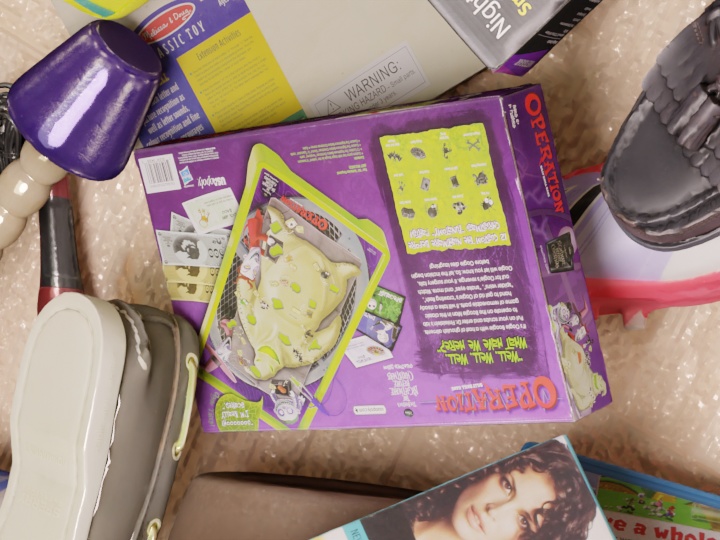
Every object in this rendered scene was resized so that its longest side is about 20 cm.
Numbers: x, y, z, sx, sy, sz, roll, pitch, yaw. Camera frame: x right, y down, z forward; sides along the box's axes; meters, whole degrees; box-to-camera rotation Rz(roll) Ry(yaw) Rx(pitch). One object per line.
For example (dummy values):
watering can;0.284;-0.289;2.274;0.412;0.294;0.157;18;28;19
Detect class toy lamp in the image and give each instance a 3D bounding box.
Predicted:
toy lamp;-0.150;-0.018;1.066;0.058;0.058;0.200;45;112;8

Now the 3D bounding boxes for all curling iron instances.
curling iron;-0.132;0.016;1.121;0.049;0.025;0.202;7;113;46

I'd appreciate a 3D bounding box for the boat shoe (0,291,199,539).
boat shoe;-0.112;0.110;1.036;0.072;0.060;0.203;22;101;47

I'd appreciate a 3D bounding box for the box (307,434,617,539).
box;-0.001;0.137;0.932;0.199;0.049;0.083;-22;71;-12

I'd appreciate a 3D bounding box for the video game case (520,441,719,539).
video game case;0.101;0.173;0.958;0.142;0.201;0.018;16;155;7

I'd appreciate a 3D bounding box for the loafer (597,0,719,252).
loafer;0.155;-0.088;0.904;0.200;0.063;0.072;-42;65;12

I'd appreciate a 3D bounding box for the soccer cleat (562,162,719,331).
soccer cleat;0.103;-0.018;0.983;0.199;0.067;0.077;-3;78;29

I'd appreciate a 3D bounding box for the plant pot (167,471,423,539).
plant pot;-0.023;0.171;1.031;0.199;0.200;0.176;5;88;24

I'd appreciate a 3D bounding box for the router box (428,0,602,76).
router box;0.042;-0.192;0.939;0.149;0.051;0.200;-44;78;14

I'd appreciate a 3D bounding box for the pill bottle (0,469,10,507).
pill bottle;-0.228;0.119;1.140;0.199;0.114;0.115;18;111;25

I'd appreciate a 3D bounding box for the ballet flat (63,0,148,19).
ballet flat;-0.120;-0.196;1.016;0.066;0.067;0.202;-13;87;29

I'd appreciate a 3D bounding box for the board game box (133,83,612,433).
board game box;0.000;0.000;0.990;0.199;0.032;0.121;-4;98;45

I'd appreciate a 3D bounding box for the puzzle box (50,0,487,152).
puzzle box;-0.024;-0.112;1.033;0.199;0.025;0.134;-29;90;29
